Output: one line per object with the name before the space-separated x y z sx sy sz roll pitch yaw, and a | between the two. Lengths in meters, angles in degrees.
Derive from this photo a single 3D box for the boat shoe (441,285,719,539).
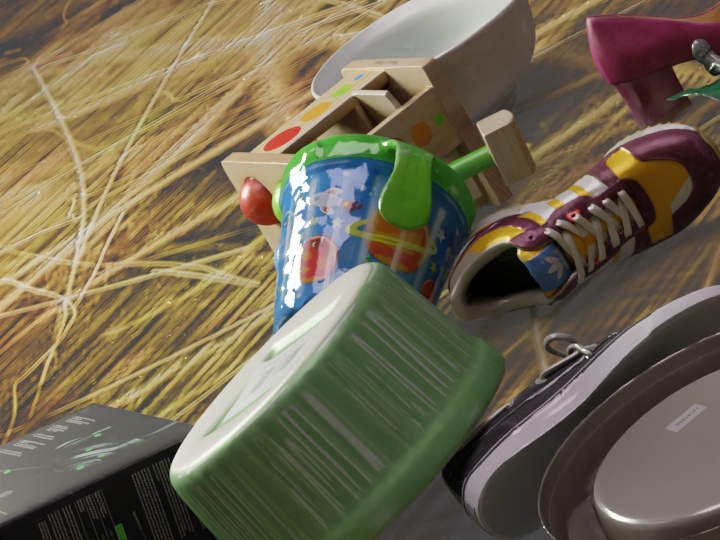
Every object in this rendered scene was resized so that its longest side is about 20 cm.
boat shoe | 0.133 0.070 1.396 0.199 0.074 0.068 -41 34 -3

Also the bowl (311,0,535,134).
bowl | 0.067 -0.160 2.040 0.201 0.090 0.201 -27 19 10

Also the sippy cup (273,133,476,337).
sippy cup | 0.000 0.000 1.673 0.139 0.178 0.131 0 54 20

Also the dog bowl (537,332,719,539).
dog bowl | 0.190 0.100 1.257 0.200 0.059 0.200 -27 19 10

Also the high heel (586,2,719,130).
high heel | 0.252 -0.195 1.845 0.200 0.096 0.067 -37 20 -18

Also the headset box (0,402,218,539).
headset box | -0.190 0.163 1.557 0.200 0.093 0.174 -25 15 -28

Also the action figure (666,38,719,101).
action figure | 0.308 -0.142 1.705 0.118 0.055 0.200 -34 23 -18

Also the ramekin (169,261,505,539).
ramekin | -0.019 0.089 1.448 0.200 0.098 0.200 -45 8 8

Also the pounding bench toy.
pounding bench toy | 0.016 -0.061 1.817 0.156 0.124 0.200 -39 21 -22

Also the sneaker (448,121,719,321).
sneaker | 0.147 -0.023 1.614 0.200 0.075 0.090 -31 15 28
